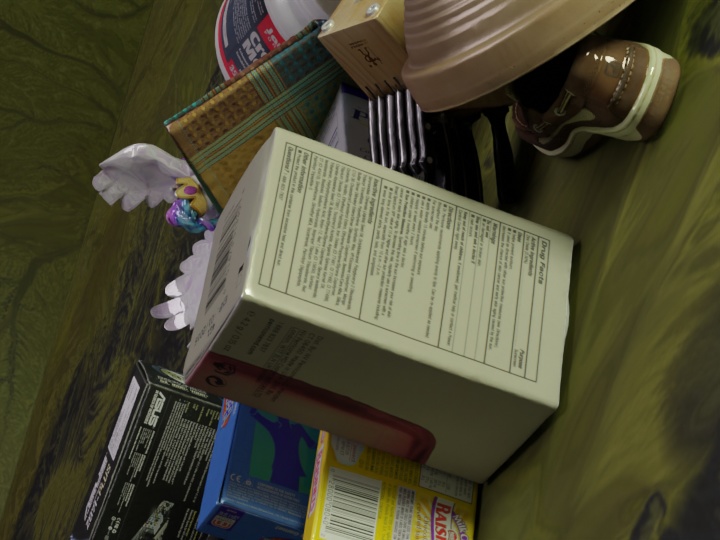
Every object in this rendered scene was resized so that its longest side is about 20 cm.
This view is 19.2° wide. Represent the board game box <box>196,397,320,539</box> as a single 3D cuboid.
[{"bbox_3d":[-0.011,0.093,1.350,0.045,0.151,0.201,128,158,-52],"label":"board game box"}]

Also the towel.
[{"bbox_3d":[-0.048,-0.086,1.598,0.146,0.200,0.022,-34,48,-2],"label":"towel"}]

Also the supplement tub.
[{"bbox_3d":[-0.023,-0.202,1.647,0.200,0.140,0.141,143,144,-65],"label":"supplement tub"}]

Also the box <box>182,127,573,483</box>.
[{"bbox_3d":[0.012,0.023,1.255,0.109,0.199,0.128,127,158,-50],"label":"box"}]

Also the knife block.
[{"bbox_3d":[0.064,-0.135,1.426,0.064,0.176,0.201,-10,41,49],"label":"knife block"}]

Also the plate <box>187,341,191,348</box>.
[{"bbox_3d":[-0.053,-0.027,1.796,0.200,0.032,0.200,-50,-1,-32],"label":"plate"}]

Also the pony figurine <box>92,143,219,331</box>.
[{"bbox_3d":[-0.121,-0.064,1.835,0.200,0.167,0.193,-28,-7,-41],"label":"pony figurine"}]

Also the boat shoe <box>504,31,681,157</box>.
[{"bbox_3d":[0.122,-0.116,1.286,0.202,0.074,0.075,171,118,-74],"label":"boat shoe"}]

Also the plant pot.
[{"bbox_3d":[0.095,-0.187,1.262,0.200,0.093,0.201,-33,13,9],"label":"plant pot"}]

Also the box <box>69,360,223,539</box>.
[{"bbox_3d":[-0.126,0.192,1.624,0.086,0.163,0.201,-141,71,-75],"label":"box"}]

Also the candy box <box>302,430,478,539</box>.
[{"bbox_3d":[0.023,0.113,1.292,0.026,0.102,0.201,127,158,-49],"label":"candy box"}]

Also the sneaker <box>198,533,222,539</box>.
[{"bbox_3d":[-0.064,0.214,1.491,0.200,0.099,0.071,-25,45,69],"label":"sneaker"}]

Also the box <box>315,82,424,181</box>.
[{"bbox_3d":[0.000,0.000,1.529,0.200,0.104,0.185,-95,28,-58],"label":"box"}]
